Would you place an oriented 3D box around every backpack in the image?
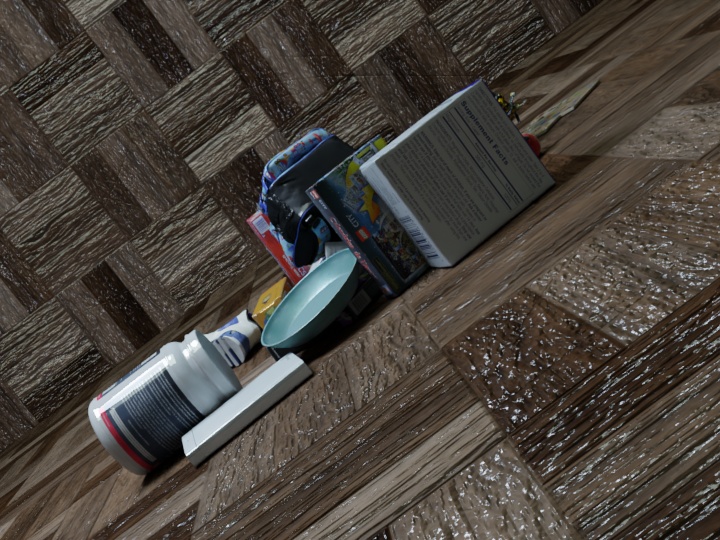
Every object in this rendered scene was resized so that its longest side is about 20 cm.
[{"bbox_3d":[-0.079,-0.109,1.716,0.183,0.135,0.200,-42,-18,-27],"label":"backpack"}]

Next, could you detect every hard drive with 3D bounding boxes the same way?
[{"bbox_3d":[-0.161,0.190,1.451,0.200,0.027,0.132,-38,8,-8],"label":"hard drive"}]

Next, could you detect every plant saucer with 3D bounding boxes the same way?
[{"bbox_3d":[-0.067,0.050,1.563,0.200,0.036,0.200,-41,17,15],"label":"plant saucer"}]

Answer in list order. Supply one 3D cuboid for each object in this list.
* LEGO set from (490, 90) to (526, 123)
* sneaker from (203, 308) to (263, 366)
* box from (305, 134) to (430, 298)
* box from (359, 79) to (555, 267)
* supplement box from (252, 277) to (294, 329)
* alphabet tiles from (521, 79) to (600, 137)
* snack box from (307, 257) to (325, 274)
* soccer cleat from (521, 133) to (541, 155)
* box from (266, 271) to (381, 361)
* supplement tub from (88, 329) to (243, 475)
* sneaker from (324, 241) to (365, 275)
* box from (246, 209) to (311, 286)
[{"bbox_3d":[0.245,-0.250,2.022,0.200,0.116,0.154,-42,36,36],"label":"LEGO set"},{"bbox_3d":[-0.246,0.137,1.975,0.199,0.081,0.115,-17,16,48],"label":"sneaker"},{"bbox_3d":[0.034,-0.079,1.520,0.137,0.200,0.038,-39,6,-20],"label":"box"},{"bbox_3d":[0.135,-0.135,1.473,0.200,0.184,0.105,-38,6,-10],"label":"box"},{"bbox_3d":[-0.153,0.071,1.956,0.067,0.069,0.200,-37,6,6],"label":"supplement box"},{"bbox_3d":[0.365,-0.293,2.018,0.167,0.008,0.200,-28,12,46],"label":"alphabet tiles"},{"bbox_3d":[-0.056,-0.039,1.849,0.200,0.024,0.072,-65,10,-6],"label":"snack box"},{"bbox_3d":[0.207,-0.192,1.765,0.200,0.069,0.085,-11,3,8],"label":"soccer cleat"},{"bbox_3d":[-0.046,0.064,1.641,0.200,0.036,0.143,-31,10,40],"label":"box"},{"bbox_3d":[-0.290,0.197,1.553,0.200,0.140,0.140,-37,8,-1],"label":"supplement tub"},{"bbox_3d":[0.000,0.000,1.735,0.116,0.074,0.200,-7,-16,-3],"label":"sneaker"},{"bbox_3d":[-0.117,-0.044,1.970,0.100,0.200,0.095,-38,10,-6],"label":"box"}]
